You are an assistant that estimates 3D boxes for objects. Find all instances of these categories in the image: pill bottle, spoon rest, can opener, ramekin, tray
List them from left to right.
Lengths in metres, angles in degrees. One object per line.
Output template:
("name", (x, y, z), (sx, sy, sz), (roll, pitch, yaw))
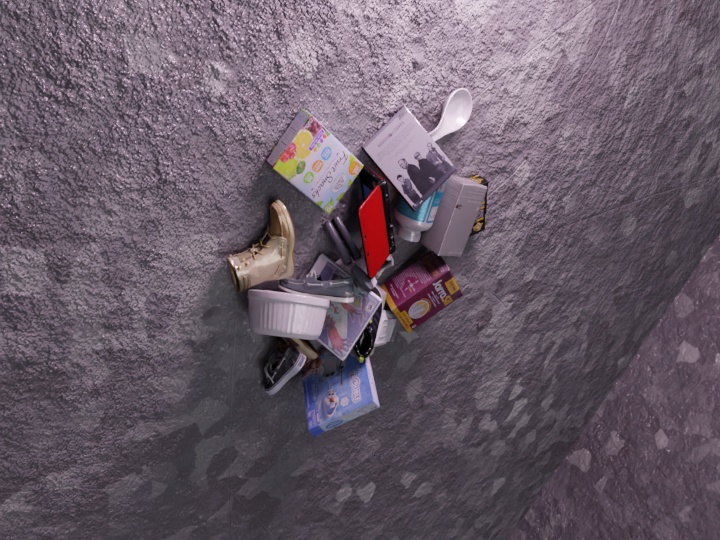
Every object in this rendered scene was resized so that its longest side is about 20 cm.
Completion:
("ramekin", (-0.172, 0.105, 1.338), (0.198, 0.199, 0.098), (12, 81, -40))
("can opener", (-0.021, -0.040, 1.403), (0.052, 0.067, 0.204), (-30, 89, -15))
("tray", (0.065, 0.167, 1.621), (0.199, 0.022, 0.111), (12, 96, -74))
("pill bottle", (0.151, -0.182, 1.490), (0.108, 0.111, 0.206), (2, 116, -37))
("spoon rest", (0.211, -0.378, 1.450), (0.198, 0.060, 0.101), (-39, 133, -10))

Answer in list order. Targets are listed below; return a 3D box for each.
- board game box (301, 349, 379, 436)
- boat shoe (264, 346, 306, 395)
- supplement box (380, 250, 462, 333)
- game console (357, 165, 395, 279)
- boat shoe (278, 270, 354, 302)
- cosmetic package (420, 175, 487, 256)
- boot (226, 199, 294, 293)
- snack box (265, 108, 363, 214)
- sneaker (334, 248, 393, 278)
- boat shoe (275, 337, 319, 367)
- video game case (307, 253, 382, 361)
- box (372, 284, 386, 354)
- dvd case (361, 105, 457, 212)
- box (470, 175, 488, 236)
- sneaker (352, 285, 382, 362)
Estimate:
("board game box", (-0.059, 0.305, 1.527), (0.194, 0.204, 0.044), (-26, 136, 12))
("boat shoe", (-0.213, 0.257, 1.487), (0.067, 0.075, 0.199), (35, 140, -11))
("supplement box", (0.172, 0.059, 1.633), (0.197, 0.104, 0.132), (-35, 133, 5))
("game console", (0.014, -0.118, 1.385), (0.116, 0.172, 0.205), (-25, 130, -19))
("boat shoe", (-0.107, 0.031, 1.409), (0.073, 0.193, 0.064), (-33, 132, -76))
("cosmetic package", (0.247, -0.145, 1.538), (0.104, 0.090, 0.206), (-1, 115, -39))
("boot", (-0.230, -0.051, 1.312), (0.152, 0.073, 0.205), (-19, 133, -26))
("snack box", (-0.100, -0.243, 1.303), (0.144, 0.053, 0.199), (-51, 134, 3))
("sneaker", (0.000, 0.000, 1.501), (0.197, 0.092, 0.077), (-35, 132, -14))
("boat shoe", (-0.186, 0.191, 1.497), (0.072, 0.072, 0.200), (-42, 135, -1))
("video game case", (-0.070, 0.092, 1.449), (0.185, 0.198, 0.023), (-56, 169, 8))
("box", (0.008, 0.140, 1.611), (0.080, 0.068, 0.206), (-5, 119, -34))
("dvd case", (0.118, -0.270, 1.389), (0.150, 0.025, 0.201), (-42, 93, -6))
("box", (0.276, -0.162, 1.640), (0.195, 0.049, 0.164), (-24, 131, -24))
("sneaker", (0.021, 0.134, 1.483), (0.069, 0.083, 0.208), (5, 87, 0))
